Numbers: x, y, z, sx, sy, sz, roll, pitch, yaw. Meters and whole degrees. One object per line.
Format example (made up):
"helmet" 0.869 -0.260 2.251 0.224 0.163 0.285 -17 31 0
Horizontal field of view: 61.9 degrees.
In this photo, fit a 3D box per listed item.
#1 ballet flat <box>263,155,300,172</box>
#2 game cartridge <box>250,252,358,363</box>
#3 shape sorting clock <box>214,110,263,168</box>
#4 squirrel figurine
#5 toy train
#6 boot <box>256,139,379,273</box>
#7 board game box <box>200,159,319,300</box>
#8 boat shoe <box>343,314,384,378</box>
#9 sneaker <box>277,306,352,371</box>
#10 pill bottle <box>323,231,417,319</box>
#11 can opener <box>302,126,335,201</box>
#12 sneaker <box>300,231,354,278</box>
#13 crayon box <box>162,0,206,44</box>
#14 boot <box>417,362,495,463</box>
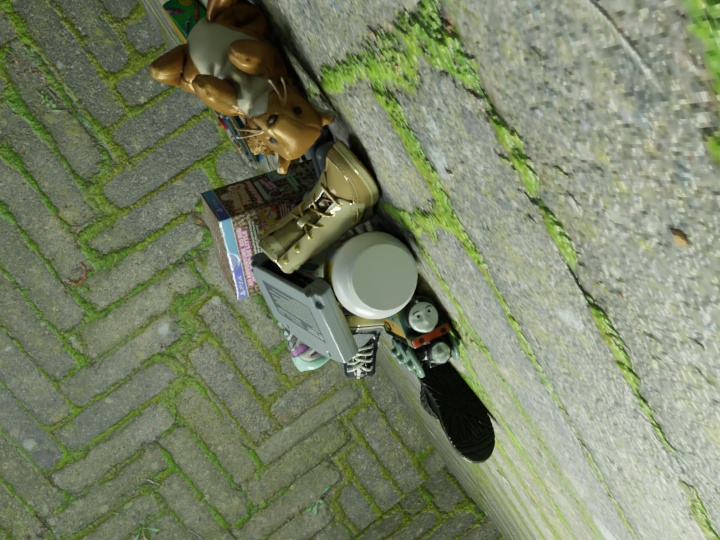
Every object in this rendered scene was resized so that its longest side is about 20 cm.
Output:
"ballet flat" -0.128 -0.182 1.107 0.200 0.071 0.071 57 173 -13
"game cartridge" -0.082 0.054 0.860 0.200 0.041 0.134 24 147 50
"shape sorting clock" -0.245 -0.275 1.108 0.200 0.039 0.200 55 176 6
"squirrel figurine" -0.112 -0.207 0.712 0.187 0.142 0.200 44 -174 9
"toy train" 0.079 0.084 0.890 0.114 0.085 0.200 65 173 -5
"boot" -0.058 -0.070 0.748 0.073 0.155 0.200 54 173 10
"board game box" -0.140 -0.070 0.997 0.097 0.199 0.160 48 151 45
"boat shoe" 0.002 0.117 0.914 0.200 0.074 0.093 68 -160 -80
"sneaker" -0.064 0.065 1.029 0.078 0.200 0.140 -20 102 38
"pill bottle" 0.013 0.005 0.804 0.112 0.112 0.200 56 174 -7
"can opener" -0.051 -0.127 0.849 0.053 0.066 0.200 55 169 16
"sneaker" -0.031 -0.041 0.938 0.199 0.094 0.070 -1 -135 -46
"crayon box" -0.285 -0.409 1.142 0.119 0.058 0.200 52 173 27
"boot" 0.170 0.262 1.078 0.158 0.079 0.212 77 169 -55
